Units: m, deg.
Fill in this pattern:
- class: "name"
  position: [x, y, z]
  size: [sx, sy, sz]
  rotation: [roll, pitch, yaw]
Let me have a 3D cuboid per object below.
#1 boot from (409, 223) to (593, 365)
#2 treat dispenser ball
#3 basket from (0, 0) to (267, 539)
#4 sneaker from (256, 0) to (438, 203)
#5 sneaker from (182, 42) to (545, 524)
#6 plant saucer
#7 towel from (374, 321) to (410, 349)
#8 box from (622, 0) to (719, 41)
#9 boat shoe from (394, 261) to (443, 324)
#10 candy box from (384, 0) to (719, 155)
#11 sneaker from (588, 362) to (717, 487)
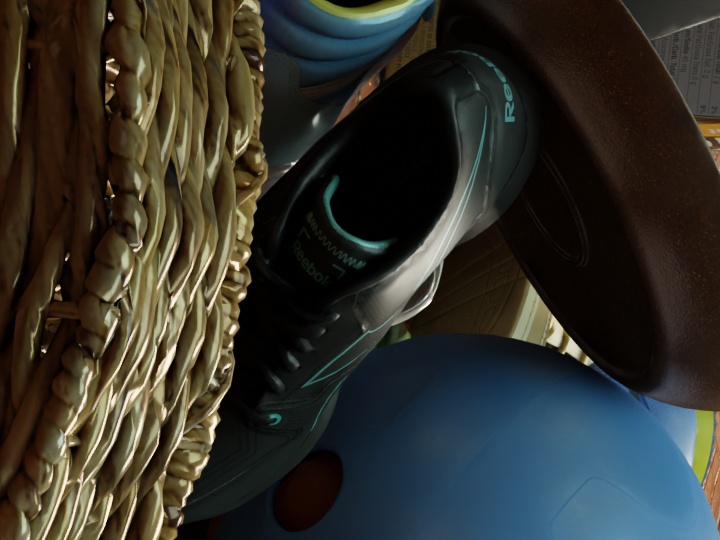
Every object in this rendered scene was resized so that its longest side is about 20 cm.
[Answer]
- class: "boot"
  position: [0.093, 0.045, 1.034]
  size: [0.156, 0.073, 0.200]
  rotation: [56, 17, -20]
- class: "treat dispenser ball"
  position: [0.038, 0.124, 0.804]
  size: [0.201, 0.200, 0.202]
  rotation: [4, 90, -71]
- class: "basket"
  position: [-0.085, -0.007, 0.502]
  size: [0.149, 0.142, 0.201]
  rotation: [32, 64, -68]
- class: "sneaker"
  position: [0.003, -0.121, 0.755]
  size: [0.131, 0.079, 0.200]
  rotation: [-50, -167, 45]
- class: "sneaker"
  position: [-0.023, 0.004, 0.694]
  size: [0.200, 0.075, 0.079]
  rotation: [-51, 171, 11]
- class: "plant saucer"
  position: [0.078, -0.032, 0.762]
  size: [0.200, 0.032, 0.200]
  rotation: [58, -12, 19]
- class: "towel"
  position: [0.002, 0.137, 0.980]
  size: [0.149, 0.031, 0.200]
  rotation: [71, 27, -54]
- class: "box"
  position: [0.093, -0.182, 0.865]
  size: [0.079, 0.141, 0.200]
  rotation: [72, -5, -47]
- class: "boat shoe"
  position: [0.000, 0.000, 0.867]
  size: [0.200, 0.070, 0.071]
  rotation: [-26, 119, -68]
- class: "candy box"
  position: [0.123, -0.090, 1.009]
  size: [0.115, 0.199, 0.055]
  rotation: [14, 82, -71]
- class: "sneaker"
  position: [0.106, 0.138, 0.972]
  size: [0.078, 0.066, 0.201]
  rotation: [6, 95, -32]
